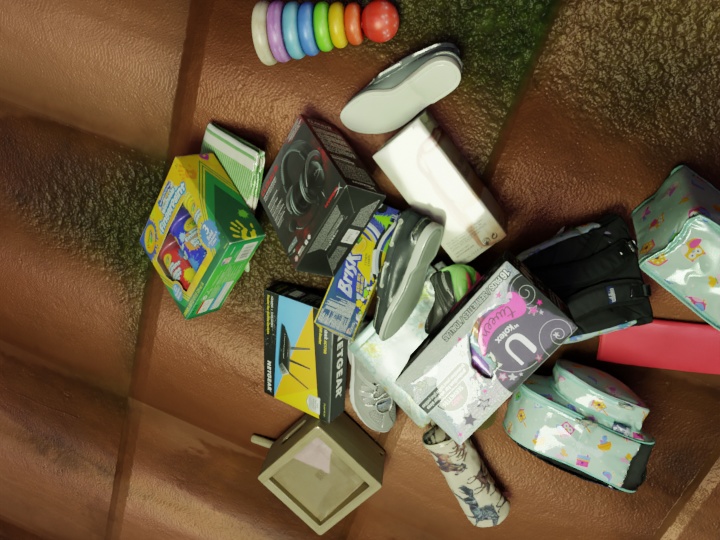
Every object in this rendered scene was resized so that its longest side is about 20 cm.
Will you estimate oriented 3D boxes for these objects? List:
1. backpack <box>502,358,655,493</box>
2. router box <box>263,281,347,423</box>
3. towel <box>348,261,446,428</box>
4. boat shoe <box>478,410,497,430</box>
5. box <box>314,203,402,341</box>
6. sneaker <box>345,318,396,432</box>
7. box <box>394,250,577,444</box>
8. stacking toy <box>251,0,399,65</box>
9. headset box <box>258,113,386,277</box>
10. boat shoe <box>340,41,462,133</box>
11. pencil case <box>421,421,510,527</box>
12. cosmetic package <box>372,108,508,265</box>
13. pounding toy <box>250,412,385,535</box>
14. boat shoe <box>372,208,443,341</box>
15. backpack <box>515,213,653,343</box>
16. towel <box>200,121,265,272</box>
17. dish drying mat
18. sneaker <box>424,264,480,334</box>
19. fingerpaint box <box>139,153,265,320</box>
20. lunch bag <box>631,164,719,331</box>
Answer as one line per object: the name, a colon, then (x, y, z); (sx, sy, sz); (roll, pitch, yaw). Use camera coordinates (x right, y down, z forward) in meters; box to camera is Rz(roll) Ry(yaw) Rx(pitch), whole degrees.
backpack: (0.319, 0.220, 0.967); (0.197, 0.176, 0.156); (13, 99, 9)
router box: (-0.094, 0.135, 1.089); (0.148, 0.051, 0.203); (16, 116, 30)
towel: (0.103, 0.110, 0.978); (0.200, 0.048, 0.171); (-45, 81, 11)
boat shoe: (0.175, 0.169, 1.056); (0.072, 0.063, 0.203); (-17, 113, 14)
box: (0.000, 0.000, 0.966); (0.064, 0.070, 0.202); (23, 81, 5)
sneaker: (0.026, 0.184, 1.070); (0.082, 0.074, 0.203); (14, 123, 54)
box: (0.155, 0.091, 0.800); (0.115, 0.132, 0.201); (41, 104, 5)
stacking toy: (-0.045, -0.333, 0.891); (0.197, 0.086, 0.087); (0, 112, 11)
headset box: (-0.067, -0.115, 0.938); (0.149, 0.077, 0.201); (-55, 46, 27)
boat shoe: (0.056, -0.254, 0.908); (0.198, 0.062, 0.073); (-19, 135, 38)
pencil case: (0.181, 0.344, 1.105); (0.077, 0.090, 0.201); (-26, 105, 18)
cosmetic package: (0.117, -0.118, 0.920); (0.087, 0.104, 0.200); (-36, 101, 24)
pounding toy: (-0.088, 0.342, 1.168); (0.184, 0.142, 0.200); (45, 107, -8)
boat shoe: (0.055, 0.008, 0.916); (0.060, 0.075, 0.202); (35, 118, 25)
backpack: (0.276, 0.030, 0.903); (0.198, 0.154, 0.165); (-21, 93, -19)
towel: (-0.211, -0.116, 1.025); (0.152, 0.023, 0.202); (33, 123, 34)
dish drying mat: (0.459, 0.110, 0.966); (0.197, 0.018, 0.078); (5, 113, 15)
sneaker: (0.136, 0.091, 0.921); (0.083, 0.076, 0.203); (3, 100, 43)
fingerpaint box: (-0.254, -0.051, 1.014); (0.168, 0.073, 0.200); (55, 132, 17)
lunch bag: (0.460, -0.017, 0.826); (0.199, 0.171, 0.122); (35, 124, -1)
